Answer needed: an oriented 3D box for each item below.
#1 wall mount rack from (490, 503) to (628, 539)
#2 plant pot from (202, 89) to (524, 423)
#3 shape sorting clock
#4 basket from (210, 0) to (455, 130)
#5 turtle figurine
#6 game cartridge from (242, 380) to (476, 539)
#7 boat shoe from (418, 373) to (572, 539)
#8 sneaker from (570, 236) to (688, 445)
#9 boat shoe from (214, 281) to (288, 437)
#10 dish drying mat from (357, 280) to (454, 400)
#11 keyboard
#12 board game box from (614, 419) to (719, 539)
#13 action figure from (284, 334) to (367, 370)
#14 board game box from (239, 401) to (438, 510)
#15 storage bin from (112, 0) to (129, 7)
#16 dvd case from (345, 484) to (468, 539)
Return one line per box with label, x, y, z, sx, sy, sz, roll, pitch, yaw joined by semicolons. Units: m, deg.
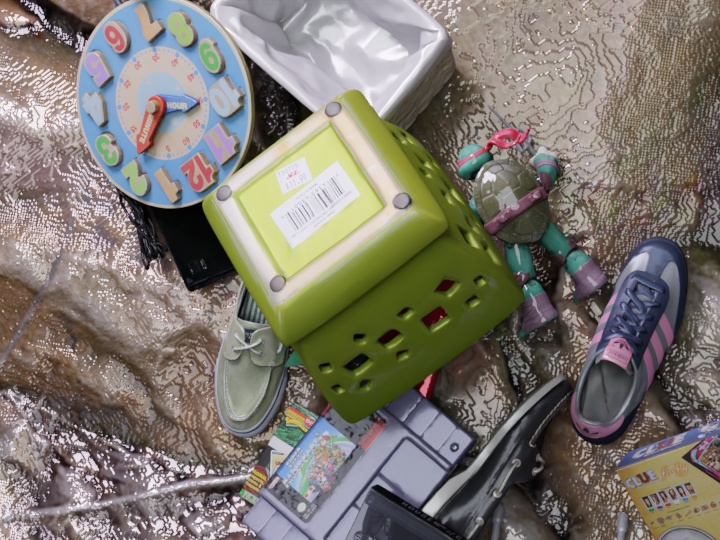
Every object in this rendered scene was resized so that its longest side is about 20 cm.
wall mount rack;0.171;0.302;1.598;0.199;0.075;0.175;3;87;13
plant pot;-0.007;-0.021;1.528;0.200;0.181;0.199;-36;56;6
shape sorting clock;-0.187;-0.157;1.674;0.199;0.039;0.201;7;107;25
basket;-0.020;-0.216;1.674;0.200;0.123;0.136;41;93;13
turtle figurine;0.134;-0.048;1.628;0.149;0.101;0.200;-33;85;-1
game cartridge;-0.004;0.193;1.646;0.130;0.038;0.200;39;91;10
boat shoe;0.130;0.180;1.612;0.060;0.074;0.200;42;80;10
sneaker;0.244;0.062;1.601;0.070;0.082;0.201;18;87;14
boat shoe;-0.101;0.058;1.690;0.072;0.062;0.201;9;85;13
dish drying mat;0.046;0.054;1.680;0.077;0.018;0.201;16;87;12
keyboard;-0.187;-0.073;1.747;0.104;0.040;0.201;-22;76;-14
board game box;0.335;0.191;1.525;0.200;0.035;0.136;-24;98;36
action figure;0.000;0.000;1.668;0.118;0.055;0.201;-2;65;47
board game box;-0.006;0.218;1.671;0.200;0.023;0.105;30;88;14
storage bin;-0.171;-0.343;1.692;0.199;0.134;0.146;-27;93;-1
dvd case;0.032;0.315;1.587;0.150;0.025;0.201;30;105;19
